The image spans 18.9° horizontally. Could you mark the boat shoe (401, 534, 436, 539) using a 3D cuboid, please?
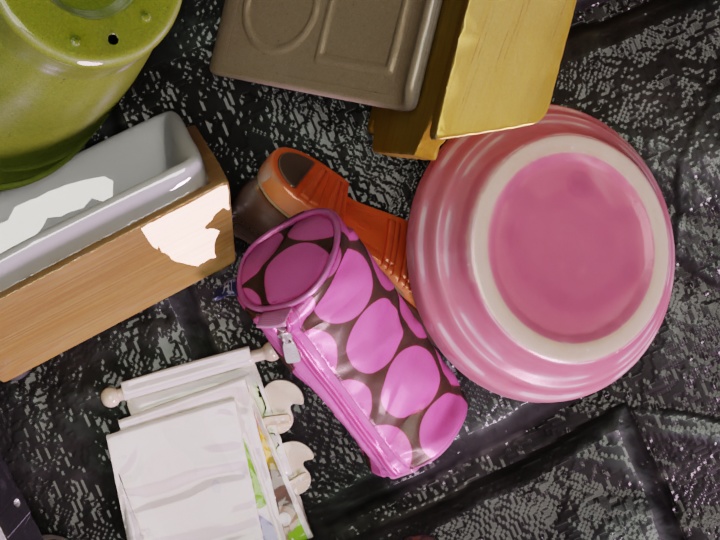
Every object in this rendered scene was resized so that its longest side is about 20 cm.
[{"bbox_3d":[-0.005,0.268,1.451,0.200,0.076,0.072,-44,97,0],"label":"boat shoe"}]

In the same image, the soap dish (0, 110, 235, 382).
[{"bbox_3d":[-0.177,-0.016,1.389,0.200,0.157,0.081,-28,111,-3],"label":"soap dish"}]

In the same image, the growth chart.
[{"bbox_3d":[-0.101,0.154,1.465,0.144,0.018,0.200,-7,93,-5],"label":"growth chart"}]

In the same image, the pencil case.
[{"bbox_3d":[-0.005,0.054,1.388,0.091,0.094,0.200,-19,133,23],"label":"pencil case"}]

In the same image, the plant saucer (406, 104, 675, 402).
[{"bbox_3d":[0.129,-0.013,1.431,0.200,0.051,0.201,2,86,-24],"label":"plant saucer"}]

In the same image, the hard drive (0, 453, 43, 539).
[{"bbox_3d":[-0.303,0.112,1.380,0.140,0.038,0.200,-10,114,28],"label":"hard drive"}]

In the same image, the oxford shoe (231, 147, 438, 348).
[{"bbox_3d":[0.000,0.000,1.454,0.200,0.071,0.073,38,121,-12],"label":"oxford shoe"}]

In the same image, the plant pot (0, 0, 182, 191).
[{"bbox_3d":[-0.204,-0.164,1.320,0.200,0.193,0.201,6,78,-30],"label":"plant pot"}]

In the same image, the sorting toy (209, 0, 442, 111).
[{"bbox_3d":[-0.008,-0.203,1.390,0.036,0.200,0.185,13,91,-46],"label":"sorting toy"}]

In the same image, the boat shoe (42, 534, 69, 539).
[{"bbox_3d":[-0.273,0.240,1.428,0.199,0.068,0.074,-21,94,-4],"label":"boat shoe"}]

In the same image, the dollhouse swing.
[{"bbox_3d":[0.123,-0.143,1.385,0.176,0.200,0.182,13,91,-13],"label":"dollhouse swing"}]
